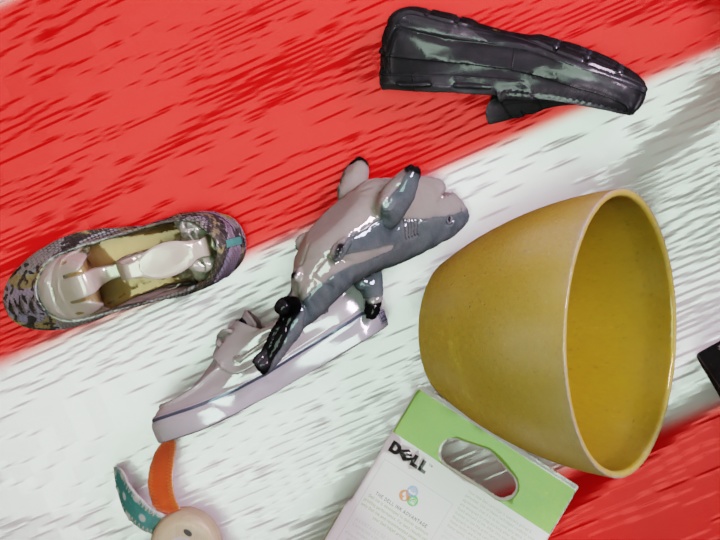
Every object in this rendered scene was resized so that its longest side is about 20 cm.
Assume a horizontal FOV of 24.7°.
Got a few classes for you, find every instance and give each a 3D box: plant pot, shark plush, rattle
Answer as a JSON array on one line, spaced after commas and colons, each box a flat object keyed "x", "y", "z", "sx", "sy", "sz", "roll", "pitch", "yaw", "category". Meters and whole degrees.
[{"x": 0.127, "y": 0.043, "z": 1.186, "sx": 0.141, "sy": 0.199, "sz": 0.202, "roll": 1, "pitch": 99, "yaw": 33, "category": "plant pot"}, {"x": 0.000, "y": 0.000, "z": 1.203, "sx": 0.083, "sy": 0.090, "sz": 0.200, "roll": 52, "pitch": 60, "yaw": -26, "category": "shark plush"}, {"x": -0.149, "y": 0.247, "z": 1.249, "sx": 0.129, "sy": 0.143, "sz": 0.202, "roll": -1, "pitch": 104, "yaw": 23, "category": "rattle"}]

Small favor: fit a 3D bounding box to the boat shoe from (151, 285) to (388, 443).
[{"x": -0.078, "y": 0.062, "z": 1.254, "sx": 0.199, "sy": 0.074, "sz": 0.066, "roll": -29, "pitch": 90, "yaw": -2, "category": "boat shoe"}]

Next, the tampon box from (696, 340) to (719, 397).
[{"x": 0.364, "y": 0.077, "z": 1.176, "sx": 0.199, "sy": 0.150, "sz": 0.127, "roll": -30, "pitch": 94, "yaw": 8, "category": "tampon box"}]

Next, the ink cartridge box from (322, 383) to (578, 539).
[{"x": 0.058, "y": 0.208, "z": 1.244, "sx": 0.147, "sy": 0.076, "sz": 0.201, "roll": 32, "pitch": 95, "yaw": 11, "category": "ink cartridge box"}]

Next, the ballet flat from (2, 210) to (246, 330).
[{"x": -0.186, "y": 0.000, "z": 1.249, "sx": 0.198, "sy": 0.072, "sz": 0.073, "roll": -16, "pitch": 96, "yaw": 7, "category": "ballet flat"}]

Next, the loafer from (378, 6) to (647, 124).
[{"x": 0.110, "y": -0.141, "z": 1.211, "sx": 0.199, "sy": 0.068, "sz": 0.071, "roll": 14, "pitch": 107, "yaw": 8, "category": "loafer"}]
